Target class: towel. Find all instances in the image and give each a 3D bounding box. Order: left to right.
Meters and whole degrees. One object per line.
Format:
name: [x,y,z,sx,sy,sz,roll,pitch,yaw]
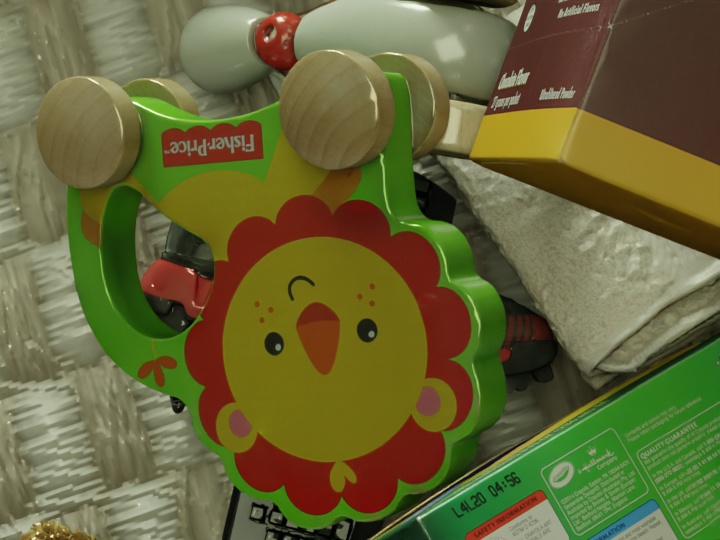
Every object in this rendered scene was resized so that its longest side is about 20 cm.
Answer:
towel: [0.112,-0.052,0.789,0.132,0.035,0.201,-33,61,-1]

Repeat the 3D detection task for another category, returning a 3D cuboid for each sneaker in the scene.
sneaker: [0.000,0.000,0.785,0.199,0.071,0.099,13,87,0]

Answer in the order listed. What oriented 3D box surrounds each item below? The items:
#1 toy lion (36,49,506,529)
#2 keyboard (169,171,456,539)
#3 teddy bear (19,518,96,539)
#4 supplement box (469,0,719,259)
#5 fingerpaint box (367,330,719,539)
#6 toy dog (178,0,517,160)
toy lion: [-0.035,0.009,0.703,0.199,0.069,0.194,-1,94,29]
keyboard: [-0.033,0.038,0.825,0.126,0.021,0.202,13,83,4]
teddy bear: [-0.104,0.202,0.756,0.199,0.067,0.146,33,117,4]
supplement box: [0.177,-0.103,0.655,0.196,0.133,0.201,20,90,-11]
fingerpaint box: [0.090,0.101,0.704,0.199,0.167,0.074,-27,81,-24]
toy dog: [0.013,-0.102,0.787,0.200,0.096,0.133,36,105,41]
